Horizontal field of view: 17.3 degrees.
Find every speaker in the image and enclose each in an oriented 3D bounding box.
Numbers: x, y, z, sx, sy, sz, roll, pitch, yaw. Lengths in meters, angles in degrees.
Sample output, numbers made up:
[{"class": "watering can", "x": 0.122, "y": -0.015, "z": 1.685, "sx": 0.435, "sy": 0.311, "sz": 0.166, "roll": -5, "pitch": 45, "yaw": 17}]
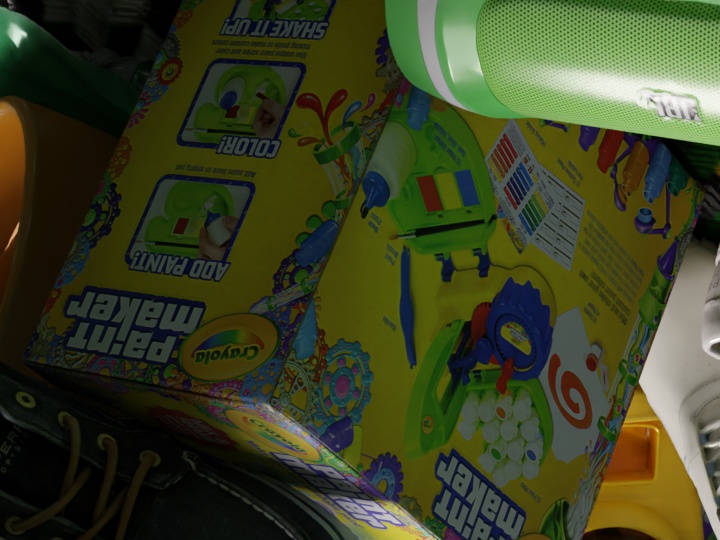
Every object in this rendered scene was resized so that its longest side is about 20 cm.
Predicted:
[{"class": "speaker", "x": 0.110, "y": -0.079, "z": 0.725, "sx": 0.199, "sy": 0.089, "sz": 0.088, "roll": 11, "pitch": 158, "yaw": 31}]

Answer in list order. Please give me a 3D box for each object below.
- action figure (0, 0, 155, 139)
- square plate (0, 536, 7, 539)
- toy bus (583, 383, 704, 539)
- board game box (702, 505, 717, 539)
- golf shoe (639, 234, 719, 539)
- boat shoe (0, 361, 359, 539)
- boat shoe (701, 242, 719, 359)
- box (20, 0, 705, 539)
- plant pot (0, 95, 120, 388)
[{"class": "action figure", "x": -0.075, "y": -0.065, "z": 1.017, "sx": 0.199, "sy": 0.055, "sz": 0.118, "roll": 20, "pitch": 160, "yaw": 21}, {"class": "square plate", "x": -0.127, "y": 0.131, "z": 0.844, "sx": 0.197, "sy": 0.029, "sz": 0.200, "roll": 19, "pitch": 158, "yaw": 27}, {"class": "toy bus", "x": 0.056, "y": 0.078, "z": 1.062, "sx": 0.198, "sy": 0.194, "sz": 0.136, "roll": -6, "pitch": -160, "yaw": -10}, {"class": "board game box", "x": 0.126, "y": 0.135, "z": 1.257, "sx": 0.199, "sy": 0.106, "sz": 0.103, "roll": 2, "pitch": 154, "yaw": 44}, {"class": "golf shoe", "x": 0.166, "y": 0.077, "z": 0.966, "sx": 0.201, "sy": 0.078, "sz": 0.097, "roll": 60, "pitch": -164, "yaw": 2}, {"class": "boat shoe", "x": -0.095, "y": 0.079, "z": 0.800, "sx": 0.199, "sy": 0.071, "sz": 0.091, "roll": 18, "pitch": 165, "yaw": 22}, {"class": "boat shoe", "x": 0.230, "y": 0.039, "z": 0.930, "sx": 0.198, "sy": 0.070, "sz": 0.071, "roll": 15, "pitch": 157, "yaw": 16}, {"class": "box", "x": 0.011, "y": 0.000, "z": 0.884, "sx": 0.121, "sy": 0.194, "sz": 0.200, "roll": 7, "pitch": 156, "yaw": 38}, {"class": "plant pot", "x": -0.098, "y": 0.051, "z": 1.003, "sx": 0.182, "sy": 0.202, "sz": 0.200, "roll": 19, "pitch": 164, "yaw": -23}]
